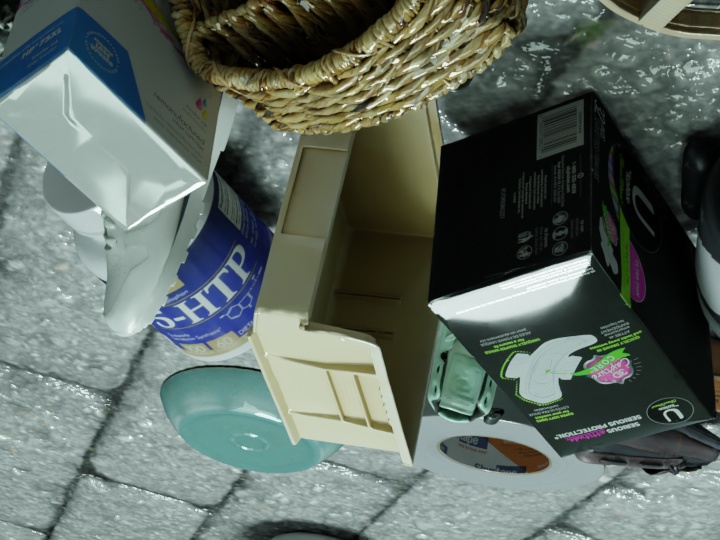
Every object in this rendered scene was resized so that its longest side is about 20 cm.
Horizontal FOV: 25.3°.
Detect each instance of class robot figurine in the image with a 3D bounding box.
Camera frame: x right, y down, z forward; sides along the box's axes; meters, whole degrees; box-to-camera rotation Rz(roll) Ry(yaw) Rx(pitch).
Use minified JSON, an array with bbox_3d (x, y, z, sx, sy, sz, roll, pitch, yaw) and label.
[{"bbox_3d":[0.285,-0.017,1.073,0.124,0.151,0.200,-5,151,6],"label":"robot figurine"}]

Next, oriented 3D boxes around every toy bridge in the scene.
[{"bbox_3d":[0.187,-0.168,0.947,0.199,0.027,0.067,20,152,-15],"label":"toy bridge"}]

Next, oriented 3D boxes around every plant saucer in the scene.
[{"bbox_3d":[-0.109,0.159,1.613,0.198,0.036,0.201,8,151,5],"label":"plant saucer"}]

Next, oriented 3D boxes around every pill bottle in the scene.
[{"bbox_3d":[-0.147,-0.027,1.214,0.119,0.121,0.200,-7,146,29],"label":"pill bottle"}]

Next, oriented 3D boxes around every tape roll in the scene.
[{"bbox_3d":[0.124,0.136,1.440,0.198,0.067,0.201,10,158,4],"label":"tape roll"}]

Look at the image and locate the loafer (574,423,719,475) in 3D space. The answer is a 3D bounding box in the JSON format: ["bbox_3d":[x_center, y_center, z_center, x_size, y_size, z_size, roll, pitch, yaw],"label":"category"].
[{"bbox_3d":[0.247,0.148,1.395,0.072,0.063,0.199,32,-173,42],"label":"loafer"}]

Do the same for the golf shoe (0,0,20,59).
[{"bbox_3d":[-0.279,-0.142,1.106,0.198,0.078,0.095,-4,148,27],"label":"golf shoe"}]

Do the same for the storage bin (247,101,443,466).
[{"bbox_3d":[0.000,0.000,1.130,0.093,0.201,0.199,6,151,13],"label":"storage bin"}]

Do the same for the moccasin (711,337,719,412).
[{"bbox_3d":[0.253,0.086,1.315,0.200,0.078,0.074,25,145,-23],"label":"moccasin"}]

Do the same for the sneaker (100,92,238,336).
[{"bbox_3d":[-0.149,-0.056,1.088,0.080,0.202,0.076,16,-178,-23],"label":"sneaker"}]

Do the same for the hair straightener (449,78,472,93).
[{"bbox_3d":[-0.021,-0.138,1.052,0.198,0.041,0.077,5,145,12],"label":"hair straightener"}]

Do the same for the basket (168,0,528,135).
[{"bbox_3d":[-0.021,-0.173,0.893,0.199,0.144,0.149,-15,143,38],"label":"basket"}]

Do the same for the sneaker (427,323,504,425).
[{"bbox_3d":[0.099,0.048,1.262,0.073,0.119,0.201,12,150,2],"label":"sneaker"}]

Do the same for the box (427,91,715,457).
[{"bbox_3d":[0.150,0.008,1.112,0.123,0.149,0.200,-17,134,27],"label":"box"}]

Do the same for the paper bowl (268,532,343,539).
[{"bbox_3d":[-0.057,0.384,1.917,0.199,0.105,0.201,9,151,5],"label":"paper bowl"}]

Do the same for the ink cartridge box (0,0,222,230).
[{"bbox_3d":[-0.141,-0.135,0.955,0.067,0.201,0.116,-29,125,26],"label":"ink cartridge box"}]
